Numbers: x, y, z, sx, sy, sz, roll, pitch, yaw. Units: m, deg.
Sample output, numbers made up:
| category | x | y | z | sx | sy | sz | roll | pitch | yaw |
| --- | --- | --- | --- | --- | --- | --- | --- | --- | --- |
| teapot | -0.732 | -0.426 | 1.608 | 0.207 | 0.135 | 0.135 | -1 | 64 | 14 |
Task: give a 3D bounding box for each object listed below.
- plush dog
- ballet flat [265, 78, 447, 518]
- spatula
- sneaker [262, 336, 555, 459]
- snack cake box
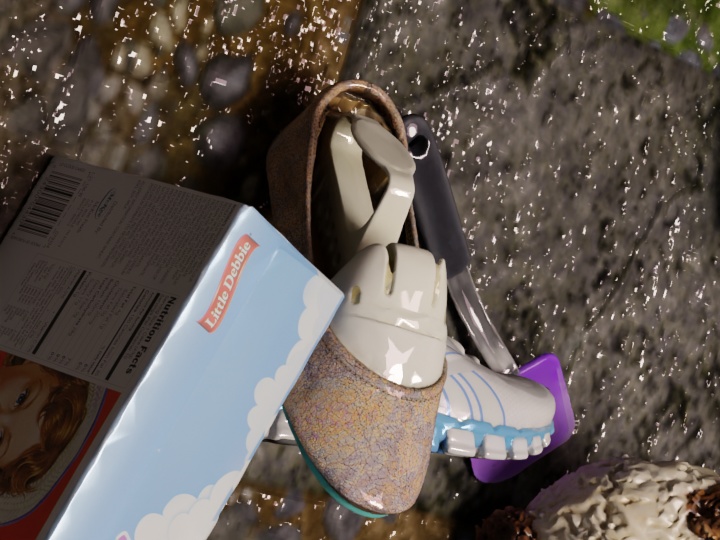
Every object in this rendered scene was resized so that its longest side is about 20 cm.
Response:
| category | x | y | z | sx | sy | sz | roll | pitch | yaw |
| --- | --- | --- | --- | --- | --- | --- | --- | --- | --- |
| plush dog | 0.142 | 0.140 | 1.241 | 0.172 | 0.199 | 0.161 | 48 | 33 | -53 |
| ballet flat | 0.000 | 0.000 | 1.023 | 0.068 | 0.201 | 0.067 | 18 | 129 | -28 |
| spatula | 0.048 | 0.014 | 1.188 | 0.056 | 0.021 | 0.201 | -32 | 122 | -15 |
| sneaker | 0.011 | 0.032 | 1.118 | 0.199 | 0.075 | 0.087 | 9 | 87 | -44 |
| snack cake box | -0.106 | 0.065 | 0.972 | 0.067 | 0.115 | 0.201 | 43 | 71 | -42 |
